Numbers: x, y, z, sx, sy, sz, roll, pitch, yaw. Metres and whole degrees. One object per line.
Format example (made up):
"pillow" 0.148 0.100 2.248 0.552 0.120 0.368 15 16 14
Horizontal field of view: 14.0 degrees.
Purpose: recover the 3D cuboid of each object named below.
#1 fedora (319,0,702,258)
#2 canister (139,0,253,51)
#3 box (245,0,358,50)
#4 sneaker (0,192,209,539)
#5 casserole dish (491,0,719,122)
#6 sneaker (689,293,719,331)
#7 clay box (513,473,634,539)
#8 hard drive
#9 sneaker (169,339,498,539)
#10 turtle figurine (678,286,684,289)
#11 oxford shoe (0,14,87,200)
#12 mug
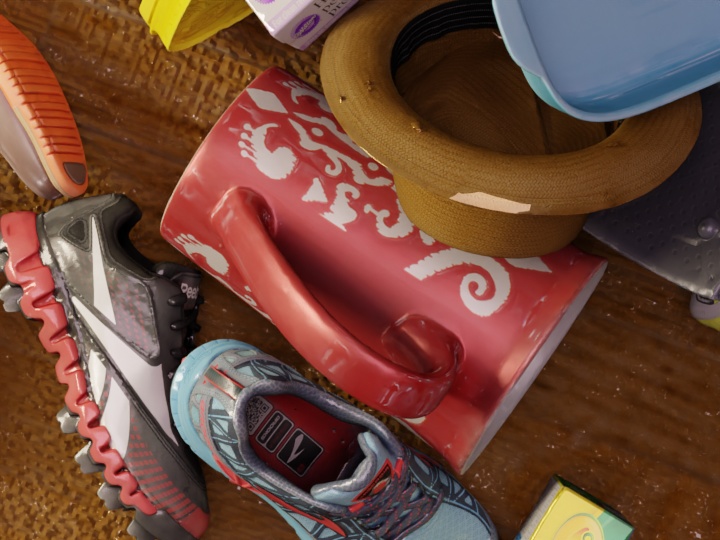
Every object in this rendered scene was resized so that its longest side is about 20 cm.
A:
"fedora" 0.069 -0.066 1.422 0.200 0.201 0.082 11 126 3
"canister" -0.111 -0.228 1.498 0.086 0.149 0.200 -31 85 -16
"box" 0.026 -0.188 1.414 0.200 0.039 0.041 -40 70 13
"sneaker" -0.116 0.048 1.525 0.098 0.071 0.201 -25 86 4
"casserole dish" 0.138 -0.143 1.381 0.200 0.039 0.121 -23 96 -28
"sneaker" 0.266 0.047 1.510 0.200 0.075 0.077 14 99 9
"clay box" 0.068 0.202 1.491 0.048 0.115 0.200 30 90 2
"hard drive" 0.153 -0.074 1.466 0.200 0.042 0.135 38 96 44
"sneaker" -0.007 0.112 1.488 0.200 0.096 0.079 33 83 -20
"turtle figurine" 0.231 -0.077 1.495 0.200 0.101 0.150 -32 42 13
"oxford shoe" -0.217 -0.109 1.543 0.073 0.071 0.200 -38 79 11
"mug" 0.007 -0.009 1.476 0.200 0.178 0.134 35 88 7
